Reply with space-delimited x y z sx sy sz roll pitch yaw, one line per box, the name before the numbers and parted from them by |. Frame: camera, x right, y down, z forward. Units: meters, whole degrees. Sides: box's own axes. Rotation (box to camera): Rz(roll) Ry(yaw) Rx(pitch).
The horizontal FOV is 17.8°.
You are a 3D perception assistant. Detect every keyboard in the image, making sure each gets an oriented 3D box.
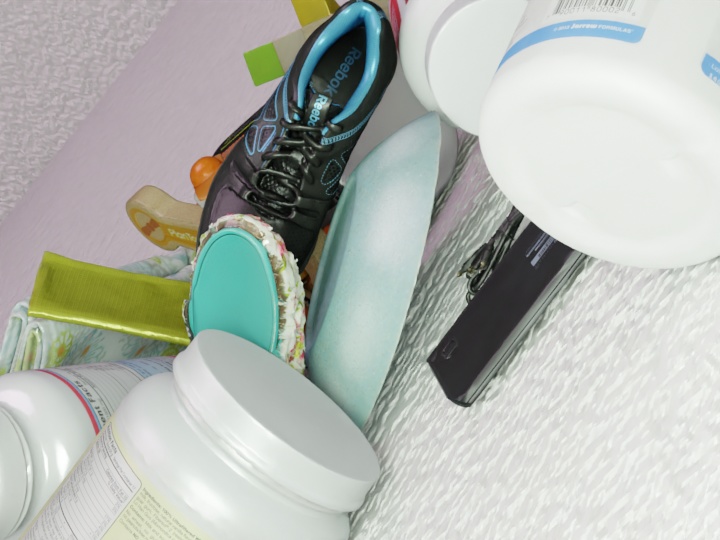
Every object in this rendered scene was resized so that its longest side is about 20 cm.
keyboard | 0.101 -0.020 1.208 0.200 0.021 0.127 -52 19 9

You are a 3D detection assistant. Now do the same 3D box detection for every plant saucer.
plant saucer | 0.000 0.000 1.333 0.201 0.038 0.202 -165 90 -83

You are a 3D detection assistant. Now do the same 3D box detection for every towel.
towel | -0.186 0.079 1.583 0.200 0.048 0.172 -20 -41 -54
towel | -0.114 0.026 1.494 0.086 0.198 0.018 -94 15 -69

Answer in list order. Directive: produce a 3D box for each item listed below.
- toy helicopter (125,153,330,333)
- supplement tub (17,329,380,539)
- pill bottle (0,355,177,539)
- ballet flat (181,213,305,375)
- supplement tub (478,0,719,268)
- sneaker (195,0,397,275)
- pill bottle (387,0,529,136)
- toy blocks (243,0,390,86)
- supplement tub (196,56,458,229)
toy helicopter | -0.089 -0.028 1.474 0.199 0.133 0.079 14 57 46
supplement tub | -0.096 0.147 1.222 0.200 0.145 0.145 -52 13 12
pill bottle | -0.167 0.110 1.343 0.199 0.109 0.109 -4 -37 -52
ballet flat | -0.059 0.046 1.301 0.064 0.075 0.201 -43 -36 -49
supplement tub | 0.144 -0.114 1.038 0.132 0.132 0.201 -37 21 54
sneaker | -0.041 -0.072 1.346 0.082 0.073 0.201 104 -170 -81
pill bottle | 0.076 -0.149 1.408 0.112 0.112 0.200 -52 14 14
toy blocks | 0.035 -0.175 1.628 0.199 0.101 0.137 -20 5 26
supplement tub | -0.030 -0.063 1.552 0.200 0.122 0.123 -34 24 56
